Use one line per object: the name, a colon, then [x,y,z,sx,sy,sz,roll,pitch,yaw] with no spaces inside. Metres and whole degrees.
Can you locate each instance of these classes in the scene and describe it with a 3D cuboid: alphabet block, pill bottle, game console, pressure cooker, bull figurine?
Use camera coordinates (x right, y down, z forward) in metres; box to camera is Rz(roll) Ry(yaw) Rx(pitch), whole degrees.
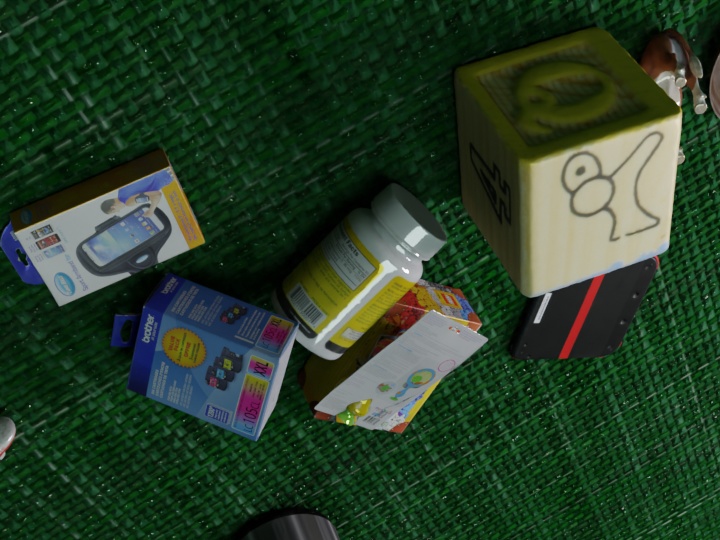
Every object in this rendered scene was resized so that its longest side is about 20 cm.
alphabet block: [0.229,-0.124,1.357,0.195,0.197,0.200,-19,135,-12]
pill bottle: [0.000,0.000,1.413,0.200,0.114,0.114,-44,133,15]
game console: [0.310,0.044,1.669,0.176,0.031,0.200,1,128,-21]
pressure cooker: [-0.088,0.463,1.721,0.179,0.200,0.176,-43,135,15]
bull figurine: [0.348,-0.182,1.427,0.065,0.122,0.201,-1,124,-14]

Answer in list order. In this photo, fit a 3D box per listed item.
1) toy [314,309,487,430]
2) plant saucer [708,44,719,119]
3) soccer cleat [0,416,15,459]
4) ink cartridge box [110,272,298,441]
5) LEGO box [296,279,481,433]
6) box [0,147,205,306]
toy: [0.044,0.113,1.472,0.200,0.047,0.115,-43,137,20]
plant saucer: [0.512,-0.266,1.486,0.199,0.032,0.201,-13,133,-15]
soccer cleat: [-0.500,0.207,1.387,0.199,0.069,0.085,-17,139,-5]
ink cartridge box: [-0.186,0.094,1.389,0.199,0.076,0.137,22,126,5]
LEGO box: [0.035,0.105,1.549,0.149,0.077,0.200,14,121,-34]
box: [-0.280,-0.040,1.293,0.199,0.042,0.119,-26,136,-6]
